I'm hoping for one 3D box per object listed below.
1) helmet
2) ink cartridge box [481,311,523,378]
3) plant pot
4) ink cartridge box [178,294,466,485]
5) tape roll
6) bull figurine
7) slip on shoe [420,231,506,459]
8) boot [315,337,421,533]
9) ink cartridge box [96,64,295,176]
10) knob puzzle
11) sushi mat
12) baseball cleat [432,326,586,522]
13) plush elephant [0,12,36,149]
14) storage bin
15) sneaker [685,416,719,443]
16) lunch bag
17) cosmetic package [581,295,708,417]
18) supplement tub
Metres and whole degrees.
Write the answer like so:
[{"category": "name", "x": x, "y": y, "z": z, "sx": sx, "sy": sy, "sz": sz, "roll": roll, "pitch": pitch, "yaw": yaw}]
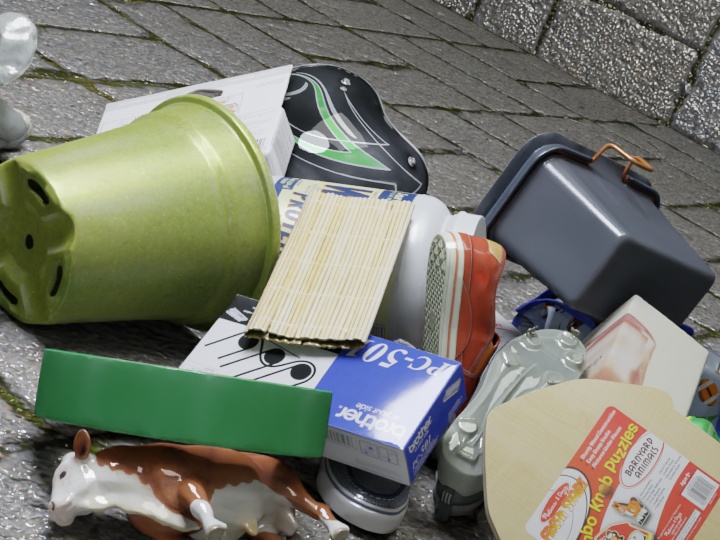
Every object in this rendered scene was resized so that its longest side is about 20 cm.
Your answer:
[{"category": "helmet", "x": -0.039, "y": -0.086, "z": 1.785, "sx": 0.200, "sy": 0.200, "sz": 0.191, "roll": 4, "pitch": 47, "yaw": -47}, {"category": "ink cartridge box", "x": 0.112, "y": 0.095, "z": 1.639, "sx": 0.116, "sy": 0.067, "sz": 0.200, "roll": 10, "pitch": 22, "yaw": -37}, {"category": "plant pot", "x": -0.198, "y": -0.035, "z": 1.458, "sx": 0.184, "sy": 0.200, "sz": 0.200, "roll": -11, "pitch": 37, "yaw": -44}, {"category": "ink cartridge box", "x": -0.030, "y": 0.087, "z": 1.364, "sx": 0.200, "sy": 0.044, "sz": 0.094, "roll": 16, "pitch": 49, "yaw": 25}, {"category": "tape roll", "x": -0.121, "y": 0.091, "z": 1.244, "sx": 0.200, "sy": 0.048, "sz": 0.200, "roll": 9, "pitch": -4, "yaw": 1}, {"category": "bull figurine", "x": -0.104, "y": 0.154, "z": 1.185, "sx": 0.200, "sy": 0.065, "sz": 0.121, "roll": 4, "pitch": 28, "yaw": -45}, {"category": "slip on shoe", "x": 0.083, "y": 0.065, "z": 1.469, "sx": 0.061, "sy": 0.200, "sz": 0.074, "roll": 0, "pitch": 17, "yaw": -15}, {"category": "boot", "x": 0.015, "y": 0.121, "z": 1.394, "sx": 0.073, "sy": 0.090, "sz": 0.200, "roll": 21, "pitch": 17, "yaw": -8}, {"category": "ink cartridge box", "x": -0.161, "y": -0.117, "z": 1.705, "sx": 0.200, "sy": 0.045, "sz": 0.176, "roll": -11, "pitch": 31, "yaw": 14}, {"category": "knob puzzle", "x": 0.176, "y": 0.169, "z": 1.362, "sx": 0.220, "sy": 0.220, "sz": 0.030, "roll": 24, "pitch": -25, "yaw": 1}, {"category": "sushi mat", "x": -0.021, "y": -0.003, "z": 1.432, "sx": 0.096, "sy": 0.012, "sz": 0.200, "roll": 5, "pitch": 35, "yaw": 11}, {"category": "baseball cleat", "x": 0.110, "y": 0.124, "z": 1.448, "sx": 0.070, "sy": 0.106, "sz": 0.200, "roll": 34, "pitch": 45, "yaw": 17}, {"category": "plush elephant", "x": -0.381, "y": -0.191, "z": 1.698, "sx": 0.165, "sy": 0.155, "sz": 0.200, "roll": 21, "pitch": 17, "yaw": -8}, {"category": "storage bin", "x": 0.223, "y": -0.025, "z": 1.618, "sx": 0.200, "sy": 0.146, "sz": 0.134, "roll": 19, "pitch": 22, "yaw": -47}, {"category": "sneaker", "x": 0.302, "y": 0.204, "z": 1.408, "sx": 0.074, "sy": 0.084, "sz": 0.200, "roll": 20, "pitch": 47, "yaw": -64}, {"category": "lunch bag", "x": 0.247, "y": 0.092, "z": 1.745, "sx": 0.170, "sy": 0.124, "sz": 0.200, "roll": 19, "pitch": 6, "yaw": -16}, {"category": "cosmetic package", "x": 0.207, "y": 0.123, "z": 1.496, "sx": 0.087, "sy": 0.103, "sz": 0.200, "roll": 39, "pitch": 36, "yaw": -4}, {"category": "supplement tub", "x": 0.000, "y": 0.000, "z": 1.567, "sx": 0.200, "sy": 0.145, "sz": 0.145, "roll": 8, "pitch": 14, "yaw": 11}]
